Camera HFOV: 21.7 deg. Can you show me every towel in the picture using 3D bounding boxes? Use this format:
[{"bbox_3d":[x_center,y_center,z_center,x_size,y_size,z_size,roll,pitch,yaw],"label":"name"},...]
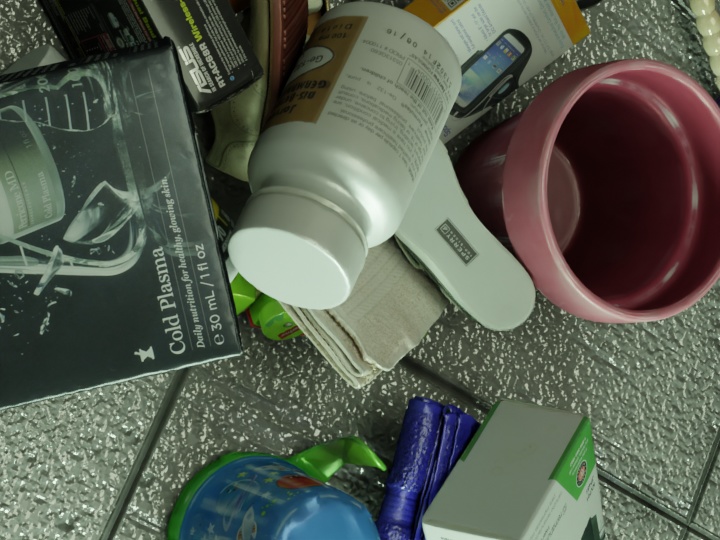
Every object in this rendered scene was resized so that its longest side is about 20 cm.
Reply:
[{"bbox_3d":[0.000,0.000,1.397,0.133,0.034,0.200,50,30,-4],"label":"towel"},{"bbox_3d":[0.053,0.206,1.446,0.148,0.049,0.200,35,69,-64],"label":"towel"}]

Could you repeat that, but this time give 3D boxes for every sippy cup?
[{"bbox_3d":[-0.055,0.204,1.373,0.140,0.130,0.178,11,84,-29],"label":"sippy cup"}]

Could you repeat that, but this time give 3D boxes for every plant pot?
[{"bbox_3d":[0.170,-0.059,1.484,0.200,0.179,0.200,0,89,-30],"label":"plant pot"}]

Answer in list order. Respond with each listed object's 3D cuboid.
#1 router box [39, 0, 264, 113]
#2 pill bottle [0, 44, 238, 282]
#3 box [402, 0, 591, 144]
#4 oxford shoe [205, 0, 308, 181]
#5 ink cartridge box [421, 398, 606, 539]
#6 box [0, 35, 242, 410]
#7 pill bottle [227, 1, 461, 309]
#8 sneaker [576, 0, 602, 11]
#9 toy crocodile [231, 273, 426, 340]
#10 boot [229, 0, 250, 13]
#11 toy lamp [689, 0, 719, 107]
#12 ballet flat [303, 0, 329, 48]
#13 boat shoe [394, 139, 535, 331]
[{"bbox_3d":[-0.166,-0.201,1.306,0.062,0.150,0.200,-35,106,-27],"label":"router box"},{"bbox_3d":[-0.183,-0.053,1.313,0.200,0.114,0.114,47,67,-21],"label":"pill bottle"},{"bbox_3d":[0.073,-0.166,1.447,0.200,0.041,0.119,-36,142,2],"label":"box"},{"bbox_3d":[-0.081,-0.150,1.356,0.070,0.075,0.200,-59,158,-58],"label":"oxford shoe"},{"bbox_3d":[0.126,0.224,1.443,0.147,0.083,0.200,-54,142,-43],"label":"ink cartridge box"},{"bbox_3d":[-0.191,-0.029,1.191,0.196,0.124,0.200,-13,100,-3],"label":"box"},{"bbox_3d":[-0.014,-0.078,1.298,0.114,0.114,0.200,39,56,-24],"label":"pill bottle"},{"bbox_3d":[0.142,-0.255,1.513,0.199,0.114,0.076,15,83,-32],"label":"sneaker"},{"bbox_3d":[-0.035,0.025,1.432,0.200,0.062,0.068,7,50,-35],"label":"toy crocodile"},{"bbox_3d":[-0.076,-0.286,1.412,0.200,0.068,0.188,-24,76,-9],"label":"boot"},{"bbox_3d":[0.298,-0.228,1.637,0.058,0.058,0.200,-26,104,-29],"label":"toy lamp"},{"bbox_3d":[-0.042,-0.183,1.429,0.069,0.063,0.200,-13,95,-28],"label":"ballet flat"},{"bbox_3d":[0.053,-0.035,1.420,0.071,0.064,0.200,-35,92,-12],"label":"boat shoe"}]
